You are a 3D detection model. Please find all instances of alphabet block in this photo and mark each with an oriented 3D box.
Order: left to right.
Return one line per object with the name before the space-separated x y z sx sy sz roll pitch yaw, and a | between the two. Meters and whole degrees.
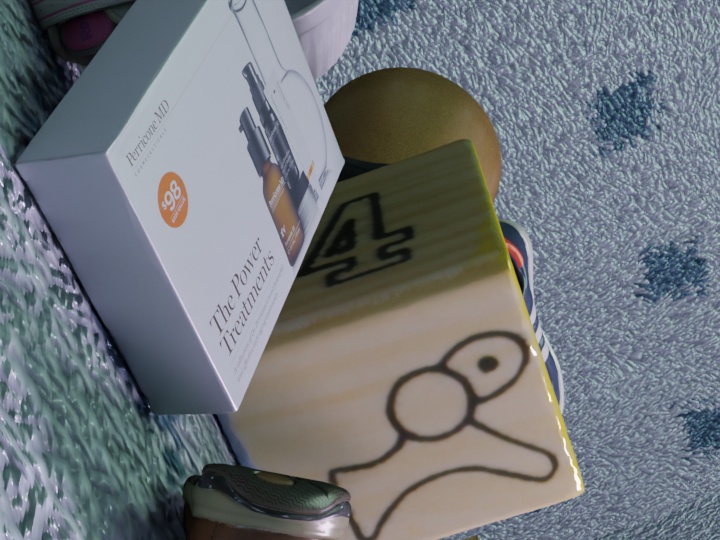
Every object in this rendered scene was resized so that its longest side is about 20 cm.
alphabet block | 0.018 0.056 0.853 0.197 0.199 0.196 -97 168 -60

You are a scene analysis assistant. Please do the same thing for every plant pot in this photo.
plant pot | 0.028 -0.062 1.105 0.200 0.186 0.187 -72 144 -67

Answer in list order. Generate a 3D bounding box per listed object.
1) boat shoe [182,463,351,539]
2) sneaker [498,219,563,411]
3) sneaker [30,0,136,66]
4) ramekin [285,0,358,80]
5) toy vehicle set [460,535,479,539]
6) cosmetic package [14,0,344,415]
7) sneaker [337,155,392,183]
boat shoe | -0.048 0.128 0.546 0.200 0.075 0.074 101 -2 -76
sneaker | 0.121 0.059 1.087 0.084 0.075 0.201 -20 97 -64
sneaker | -0.135 -0.161 0.664 0.200 0.081 0.088 51 39 -30
ramekin | -0.093 -0.222 0.985 0.105 0.199 0.201 84 -11 -57
toy vehicle set | 0.021 0.211 0.670 0.200 0.124 0.027 -103 173 -78
cosmetic package | -0.075 -0.053 0.621 0.200 0.051 0.151 -70 145 -46
sneaker | 0.000 0.000 0.989 0.075 0.106 0.201 -57 162 -60
